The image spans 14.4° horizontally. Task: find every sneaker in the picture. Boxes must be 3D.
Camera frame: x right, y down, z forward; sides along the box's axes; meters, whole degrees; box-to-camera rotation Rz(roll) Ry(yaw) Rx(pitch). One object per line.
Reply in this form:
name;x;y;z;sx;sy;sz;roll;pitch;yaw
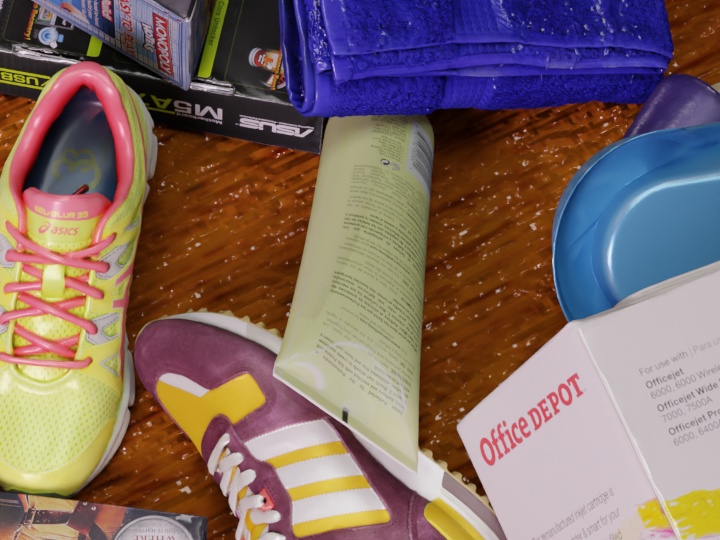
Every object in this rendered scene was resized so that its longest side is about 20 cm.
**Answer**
sneaker;-0.029;0.096;1.197;0.200;0.075;0.090;34;60;15
sneaker;-0.133;0.000;1.227;0.078;0.090;0.200;5;73;-1

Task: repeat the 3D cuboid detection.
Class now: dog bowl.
dog bowl;0.176;-0.019;1.257;0.200;0.050;0.112;-10;103;-8

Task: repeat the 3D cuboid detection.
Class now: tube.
tube;0.000;0.000;1.221;0.058;0.052;0.200;2;39;3

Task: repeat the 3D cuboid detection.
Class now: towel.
towel;0.052;-0.145;1.281;0.200;0.050;0.148;-4;84;-33

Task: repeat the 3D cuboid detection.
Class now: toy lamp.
toy lamp;0.196;-0.100;1.322;0.200;0.058;0.058;-41;72;-20

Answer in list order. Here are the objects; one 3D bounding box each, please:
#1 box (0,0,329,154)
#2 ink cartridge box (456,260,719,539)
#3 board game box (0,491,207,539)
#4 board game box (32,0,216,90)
box;-0.092;-0.165;1.347;0.193;0.048;0.200;11;62;0
ink cartridge box;0.159;0.105;1.130;0.144;0.147;0.200;-21;79;-23
board game box;-0.171;0.158;1.181;0.200;0.035;0.136;6;63;0
board game box;-0.107;-0.189;1.298;0.200;0.062;0.200;-39;71;-20
